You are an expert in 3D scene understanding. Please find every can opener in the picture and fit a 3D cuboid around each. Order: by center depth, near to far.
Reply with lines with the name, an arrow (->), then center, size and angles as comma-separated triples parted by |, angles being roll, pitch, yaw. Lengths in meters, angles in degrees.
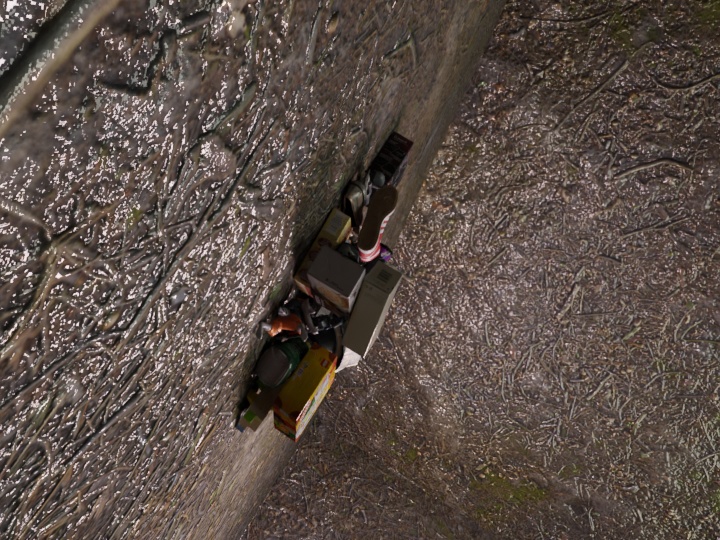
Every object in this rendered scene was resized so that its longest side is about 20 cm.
can opener -> 0.023, -0.220, 1.425 | 0.200, 0.064, 0.055 | 126, -20, -82

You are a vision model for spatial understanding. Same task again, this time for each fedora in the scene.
fedora -> -0.123, 0.205, 1.531 | 0.089, 0.203, 0.205 | -4, 135, -31

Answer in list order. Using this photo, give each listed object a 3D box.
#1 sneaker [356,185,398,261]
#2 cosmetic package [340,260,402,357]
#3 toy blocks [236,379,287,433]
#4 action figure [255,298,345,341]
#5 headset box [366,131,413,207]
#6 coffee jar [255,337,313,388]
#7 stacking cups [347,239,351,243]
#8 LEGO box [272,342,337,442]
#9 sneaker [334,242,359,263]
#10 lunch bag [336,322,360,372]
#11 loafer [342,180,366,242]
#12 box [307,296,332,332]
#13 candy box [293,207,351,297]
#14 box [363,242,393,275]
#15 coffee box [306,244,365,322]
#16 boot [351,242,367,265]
sneaker -> 0.041, -0.120, 1.384 | 0.113, 0.069, 0.205 | 95, 19, -69
cosmetic package -> 0.026, 0.093, 1.254 | 0.104, 0.071, 0.205 | -49, 163, -55
toy blocks -> -0.269, 0.369, 1.448 | 0.138, 0.099, 0.201 | -53, -179, 44
action figure -> -0.139, 0.107, 1.231 | 0.194, 0.192, 0.109 | -63, 140, -77
headset box -> 0.083, -0.298, 1.572 | 0.203, 0.075, 0.150 | -57, 171, -31
coffee jar -> -0.193, 0.235, 1.388 | 0.105, 0.085, 0.199 | -52, 171, 12
stacking cups -> -0.061, -0.071, 1.476 | 0.061, 0.059, 0.203 | 110, 5, -52
LEGO box -> -0.145, 0.318, 1.371 | 0.202, 0.075, 0.151 | -55, 165, -34
sneaker -> -0.038, -0.032, 1.307 | 0.201, 0.072, 0.082 | 96, 2, -69
lunch bag -> -0.066, 0.179, 1.629 | 0.114, 0.203, 0.167 | -12, 144, -34
loafer -> -0.025, -0.145, 1.388 | 0.063, 0.070, 0.204 | -46, 155, -33
box -> -0.102, 0.076, 1.463 | 0.156, 0.049, 0.203 | -28, -153, 56
candy box -> -0.091, -0.041, 1.313 | 0.204, 0.054, 0.116 | -60, 172, -13
box -> 0.000, 0.000, 1.542 | 0.200, 0.036, 0.143 | -46, -160, -3
coffee box -> -0.053, 0.036, 1.224 | 0.081, 0.112, 0.201 | -57, 170, -18
boot -> -0.019, -0.053, 1.562 | 0.131, 0.067, 0.203 | -45, -161, 38
